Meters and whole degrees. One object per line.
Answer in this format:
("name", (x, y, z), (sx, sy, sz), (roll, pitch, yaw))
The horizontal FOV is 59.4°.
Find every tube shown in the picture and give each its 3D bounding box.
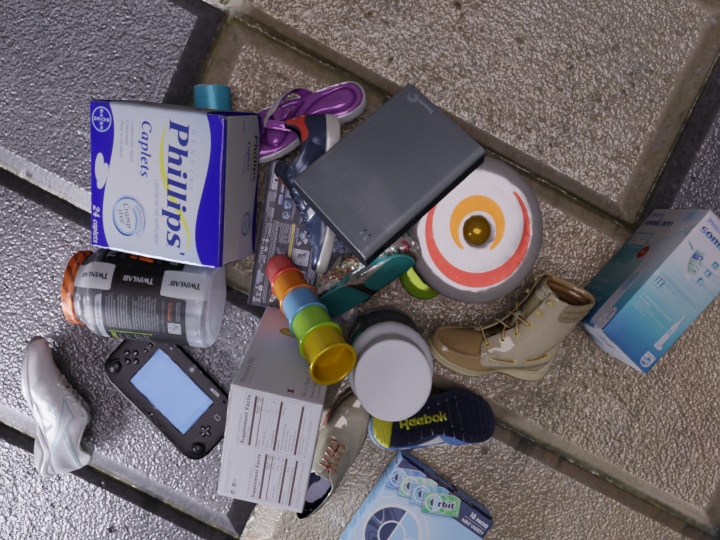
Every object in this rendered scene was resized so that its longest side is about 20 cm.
("tube", (-0.201, -0.150, 0.879), (0.076, 0.050, 0.207), (3, 99, 34))

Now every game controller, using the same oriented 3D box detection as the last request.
("game controller", (-0.270, 0.173, 0.910), (0.104, 0.042, 0.200), (-44, 95, 4))

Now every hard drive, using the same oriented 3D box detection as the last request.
("hard drive", (0.035, -0.120, 0.765), (0.199, 0.033, 0.140), (-41, 69, -12))

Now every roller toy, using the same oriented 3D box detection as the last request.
("roller toy", (0.144, -0.057, 0.841), (0.176, 0.140, 0.207), (3, 95, -1))

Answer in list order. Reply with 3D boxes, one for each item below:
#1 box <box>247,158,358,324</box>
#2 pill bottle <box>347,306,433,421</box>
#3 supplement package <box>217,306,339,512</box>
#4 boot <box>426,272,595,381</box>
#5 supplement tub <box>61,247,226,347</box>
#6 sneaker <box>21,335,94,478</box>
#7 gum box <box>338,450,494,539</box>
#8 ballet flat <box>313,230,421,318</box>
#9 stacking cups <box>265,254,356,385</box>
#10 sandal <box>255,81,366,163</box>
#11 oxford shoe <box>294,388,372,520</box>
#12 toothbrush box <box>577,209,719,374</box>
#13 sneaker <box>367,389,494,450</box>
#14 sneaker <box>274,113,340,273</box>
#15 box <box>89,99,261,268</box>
("box", (-0.066, -0.041, 0.888), (0.156, 0.049, 0.207), (9, 95, 1))
("pill bottle", (0.036, 0.117, 0.826), (0.109, 0.200, 0.117), (0, 95, -1))
("supplement package", (-0.099, 0.168, 0.813), (0.107, 0.201, 0.160), (11, 113, -1))
("boot", (0.198, 0.071, 0.838), (0.194, 0.074, 0.158), (11, 129, -18))
("supplement tub", (-0.288, 0.033, 0.856), (0.193, 0.123, 0.127), (6, 95, -2))
("sneaker", (-0.429, 0.190, 0.904), (0.078, 0.070, 0.207), (-8, 101, -9))
("gum box", (0.071, 0.396, 0.930), (0.168, 0.045, 0.203), (34, 95, -4))
("ballet flat", (0.000, 0.000, 0.820), (0.198, 0.066, 0.075), (-32, 140, 34))
("stacking cups", (-0.067, 0.052, 0.787), (0.059, 0.201, 0.062), (-14, 129, -18))
("sandal", (-0.087, -0.215, 0.856), (0.198, 0.050, 0.084), (-27, 62, -6))
("oxford shoe", (-0.036, 0.266, 0.902), (0.069, 0.074, 0.204), (25, 95, -3))
("toothbrush box", (0.389, 0.020, 0.846), (0.085, 0.146, 0.201), (42, 95, -4))
("sneaker", (0.099, 0.217, 0.905), (0.194, 0.082, 0.076), (2, 67, -18))
("sneaker", (-0.072, -0.100, 0.821), (0.082, 0.075, 0.207), (2, 87, -9))
("box", (-0.239, -0.117, 0.819), (0.194, 0.105, 0.190), (9, 104, 15))
